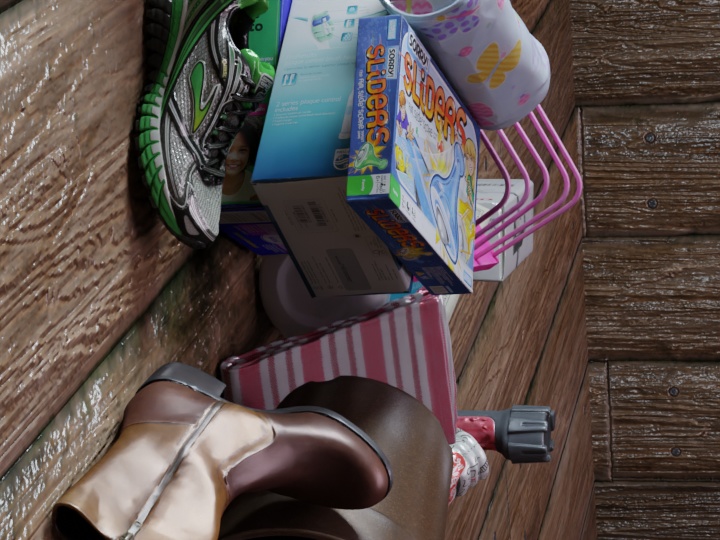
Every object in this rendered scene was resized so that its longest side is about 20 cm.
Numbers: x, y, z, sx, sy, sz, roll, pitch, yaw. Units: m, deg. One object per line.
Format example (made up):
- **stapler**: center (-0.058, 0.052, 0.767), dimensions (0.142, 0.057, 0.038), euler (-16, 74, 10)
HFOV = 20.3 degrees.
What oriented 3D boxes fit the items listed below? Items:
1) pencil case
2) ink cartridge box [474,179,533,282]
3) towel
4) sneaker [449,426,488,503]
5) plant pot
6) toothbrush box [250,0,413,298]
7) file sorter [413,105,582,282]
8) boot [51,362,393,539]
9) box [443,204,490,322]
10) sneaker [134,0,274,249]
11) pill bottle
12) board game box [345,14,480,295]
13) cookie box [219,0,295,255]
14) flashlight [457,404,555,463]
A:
- **pencil case**: center (0.077, -0.181, 1.483), dimensions (0.091, 0.083, 0.200), euler (55, 5, 28)
- **ink cartridge box**: center (0.097, -0.044, 2.108), dimensions (0.200, 0.145, 0.084), euler (-34, 124, -73)
- **towel**: center (-0.015, 0.105, 1.611), dimensions (0.030, 0.198, 0.148), euler (42, -35, 55)
- **sneaker**: center (0.059, 0.207, 1.890), dimensions (0.067, 0.108, 0.201), euler (51, -20, 6)
- **plant pot**: center (-0.019, 0.198, 1.487), dimensions (0.199, 0.198, 0.202), euler (-71, 157, -52)
- **toothbrush box**: center (-0.005, -0.103, 1.491), dimensions (0.147, 0.084, 0.202), euler (63, 32, -51)
- **file sorter**: center (0.088, -0.087, 1.703), dimensions (0.140, 0.125, 0.200), euler (60, 23, 10)
- **boot**: center (-0.081, 0.143, 1.285), dimensions (0.069, 0.187, 0.200), euler (-61, -179, 25)
- **box**: center (0.049, 0.016, 1.917), dimensions (0.078, 0.094, 0.201), euler (112, 3, -50)
- **sneaker**: center (-0.105, -0.115, 1.386), dimensions (0.078, 0.084, 0.202), euler (39, 53, -73)
- **pill bottle**: center (0.000, 0.000, 1.716), dimensions (0.200, 0.110, 0.112), euler (-19, 108, -66)
- **board game box**: center (0.041, -0.078, 1.438), dimensions (0.200, 0.034, 0.137), euler (44, 46, -63)
- **cookie box**: center (-0.069, -0.127, 1.558), dimensions (0.171, 0.074, 0.202), euler (35, 55, -71)
- **flashlight**: center (0.085, 0.161, 1.933), dimensions (0.068, 0.198, 0.068), euler (39, 53, -71)
